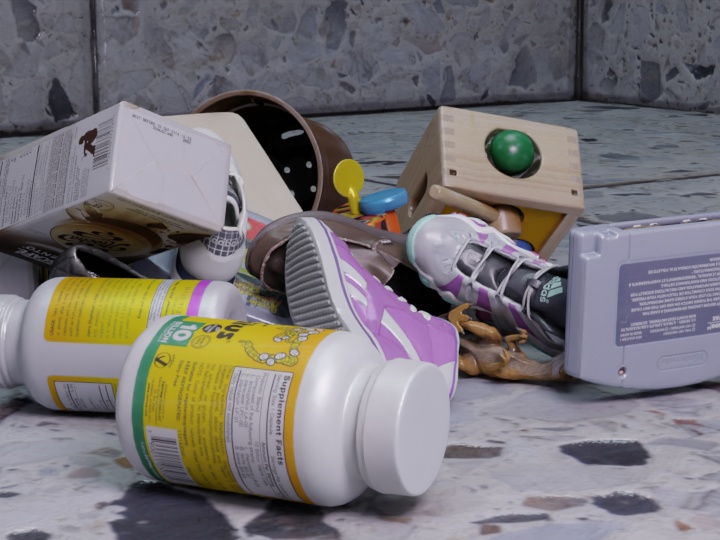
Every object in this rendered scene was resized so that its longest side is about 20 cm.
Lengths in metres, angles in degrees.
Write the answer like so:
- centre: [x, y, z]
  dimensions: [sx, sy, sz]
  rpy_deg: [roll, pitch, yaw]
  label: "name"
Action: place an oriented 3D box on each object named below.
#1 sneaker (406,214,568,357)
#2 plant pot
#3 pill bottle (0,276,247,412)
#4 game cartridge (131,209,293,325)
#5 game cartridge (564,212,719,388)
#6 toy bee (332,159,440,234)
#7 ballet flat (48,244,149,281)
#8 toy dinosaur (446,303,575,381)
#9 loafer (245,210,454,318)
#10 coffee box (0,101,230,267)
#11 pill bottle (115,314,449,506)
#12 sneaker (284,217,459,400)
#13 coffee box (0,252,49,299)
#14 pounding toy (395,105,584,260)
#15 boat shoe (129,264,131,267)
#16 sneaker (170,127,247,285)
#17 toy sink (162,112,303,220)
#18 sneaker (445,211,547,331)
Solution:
- centre: [0.141, 0.010, 1.363]
  dimensions: [0.199, 0.078, 0.140]
  rpy_deg: [27, -9, -14]
  label: "sneaker"
- centre: [-0.104, -0.111, 2.004]
  dimensions: [0.199, 0.202, 0.198]
  rpy_deg: [3, 2, 19]
  label: "plant pot"
- centre: [-0.193, 0.058, 1.277]
  dimensions: [0.198, 0.105, 0.104]
  rpy_deg: [2, 11, 10]
  label: "pill bottle"
- centre: [-0.096, 0.006, 1.457]
  dimensions: [0.199, 0.041, 0.134]
  rpy_deg: [22, 44, 1]
  label: "game cartridge"
- centre: [0.251, 0.025, 1.314]
  dimensions: [0.198, 0.134, 0.041]
  rpy_deg: [-6, 12, -26]
  label: "game cartridge"
- centre: [0.001, -0.041, 1.551]
  dimensions: [0.108, 0.132, 0.200]
  rpy_deg: [-16, -9, -12]
  label: "toy bee"
- centre: [-0.164, 0.039, 1.356]
  dimensions: [0.199, 0.067, 0.057]
  rpy_deg: [23, -35, -17]
  label: "ballet flat"
- centre: [0.095, 0.069, 1.391]
  dimensions: [0.106, 0.061, 0.199]
  rpy_deg: [30, -8, -40]
  label: "toy dinosaur"
- centre: [0.000, 0.000, 1.415]
  dimensions: [0.198, 0.073, 0.071]
  rpy_deg: [5, 32, -19]
  label: "loafer"
- centre: [-0.214, -0.062, 1.364]
  dimensions: [0.113, 0.081, 0.199]
  rpy_deg: [20, -24, -38]
  label: "coffee box"
- centre: [-0.048, 0.092, 1.066]
  dimensions: [0.198, 0.114, 0.113]
  rpy_deg: [5, 12, 26]
  label: "pill bottle"
- centre: [0.013, 0.038, 1.330]
  dimensions: [0.113, 0.073, 0.201]
  rpy_deg: [-1, 47, -30]
  label: "sneaker"
- centre: [-0.330, 0.006, 1.541]
  dimensions: [0.079, 0.114, 0.200]
  rpy_deg: [-1, 11, -3]
  label: "coffee box"
- centre: [0.126, -0.072, 1.702]
  dimensions: [0.182, 0.143, 0.200]
  rpy_deg: [8, -32, -14]
  label: "pounding toy"
- centre: [-0.216, -0.029, 1.700]
  dimensions: [0.198, 0.067, 0.074]
  rpy_deg: [19, -12, -37]
  label: "boat shoe"
- centre: [-0.127, -0.067, 1.436]
  dimensions: [0.076, 0.081, 0.201]
  rpy_deg: [5, 42, -17]
  label: "sneaker"
- centre: [-0.149, -0.047, 1.611]
  dimensions: [0.129, 0.113, 0.200]
  rpy_deg: [-8, 47, -33]
  label: "toy sink"
- centre: [0.124, 0.025, 1.545]
  dimensions: [0.088, 0.082, 0.200]
  rpy_deg: [-43, 42, -16]
  label: "sneaker"
